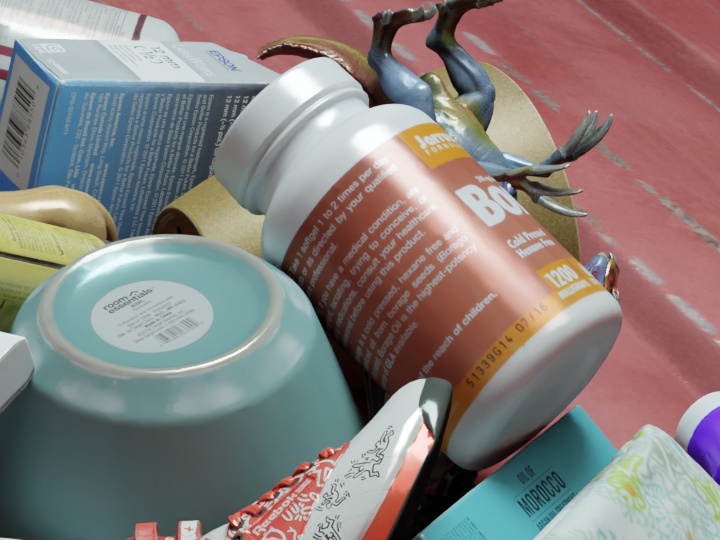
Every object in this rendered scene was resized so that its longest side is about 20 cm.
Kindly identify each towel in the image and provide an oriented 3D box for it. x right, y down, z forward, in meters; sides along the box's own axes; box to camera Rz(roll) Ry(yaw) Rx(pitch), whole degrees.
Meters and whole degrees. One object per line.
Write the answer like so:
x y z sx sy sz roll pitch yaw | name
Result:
0.159 0.167 1.249 0.171 0.048 0.200 49 28 4 | towel

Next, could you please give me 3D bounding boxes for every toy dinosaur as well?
0.063 -0.052 1.408 0.199 0.183 0.105 -8 5 44 | toy dinosaur

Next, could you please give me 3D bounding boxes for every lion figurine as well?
-0.196 -0.016 1.435 0.199 0.123 0.072 -5 30 -42 | lion figurine

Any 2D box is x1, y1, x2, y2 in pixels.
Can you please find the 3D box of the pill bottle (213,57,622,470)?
0.024 -0.008 1.319 0.200 0.112 0.112 45 32 17 | pill bottle

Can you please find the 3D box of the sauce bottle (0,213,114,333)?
-0.198 -0.002 1.338 0.065 0.065 0.199 35 12 39 | sauce bottle

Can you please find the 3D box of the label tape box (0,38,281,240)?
-0.115 -0.055 1.551 0.199 0.144 0.066 -3 29 -38 | label tape box

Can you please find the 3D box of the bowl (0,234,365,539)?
-0.091 0.057 1.282 0.199 0.106 0.201 0 35 0 | bowl

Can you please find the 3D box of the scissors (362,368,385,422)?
0.000 0.000 1.392 0.073 0.014 0.201 17 52 1 | scissors

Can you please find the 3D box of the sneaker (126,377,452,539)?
-0.042 0.116 1.166 0.107 0.202 0.067 23 -20 9 | sneaker

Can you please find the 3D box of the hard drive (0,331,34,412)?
-0.266 0.058 1.228 0.199 0.026 0.132 12 41 29 | hard drive

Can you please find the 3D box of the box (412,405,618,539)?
0.058 0.134 1.292 0.049 0.082 0.200 49 30 6 | box

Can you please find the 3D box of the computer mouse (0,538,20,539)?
-0.184 0.135 1.192 0.199 0.044 0.110 13 21 -5 | computer mouse

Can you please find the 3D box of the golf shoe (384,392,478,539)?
0.034 0.071 1.384 0.092 0.073 0.200 37 50 12 | golf shoe

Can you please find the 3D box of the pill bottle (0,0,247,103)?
-0.178 -0.116 1.699 0.199 0.110 0.110 14 22 -3 | pill bottle

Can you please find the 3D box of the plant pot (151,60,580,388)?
-0.009 -0.010 1.505 0.199 0.187 0.186 -12 33 -27 | plant pot

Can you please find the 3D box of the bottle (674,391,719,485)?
0.246 0.134 1.451 0.083 0.066 0.200 0 27 -35 | bottle
